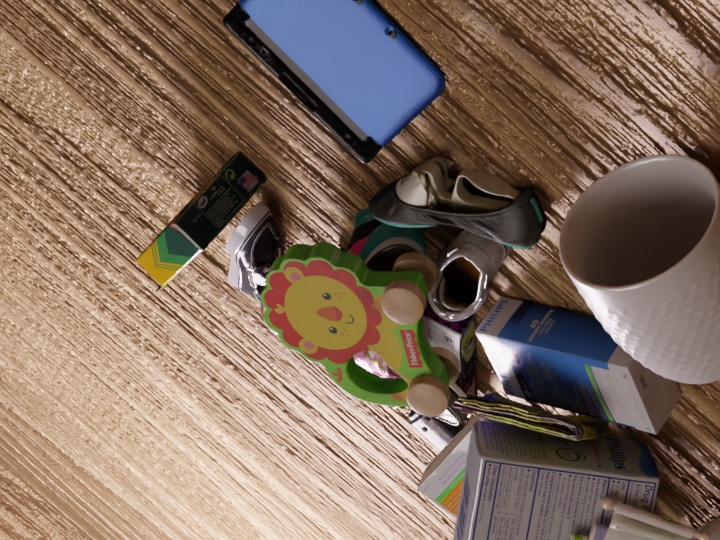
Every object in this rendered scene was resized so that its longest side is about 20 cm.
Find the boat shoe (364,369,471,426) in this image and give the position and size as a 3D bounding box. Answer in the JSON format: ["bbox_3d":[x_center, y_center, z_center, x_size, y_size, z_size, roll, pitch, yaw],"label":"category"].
[{"bbox_3d":[0.040,0.128,1.846,0.201,0.060,0.072,32,152,16],"label":"boat shoe"}]

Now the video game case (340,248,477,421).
[{"bbox_3d":[0.049,0.077,1.867,0.199,0.036,0.182,27,149,25],"label":"video game case"}]

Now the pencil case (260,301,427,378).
[{"bbox_3d":[-0.018,0.059,1.798,0.198,0.083,0.087,19,139,32],"label":"pencil case"}]

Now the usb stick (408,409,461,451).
[{"bbox_3d":[0.143,0.242,1.998,0.200,0.033,0.055,43,154,-4],"label":"usb stick"}]

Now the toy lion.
[{"bbox_3d":[-0.006,0.059,1.651,0.189,0.069,0.202,-2,126,21],"label":"toy lion"}]

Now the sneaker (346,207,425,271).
[{"bbox_3d":[0.000,0.000,1.716,0.083,0.121,0.200,40,123,-18],"label":"sneaker"}]

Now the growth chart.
[{"bbox_3d":[0.264,0.335,1.665,0.143,0.202,0.018,24,-165,-7],"label":"growth chart"}]

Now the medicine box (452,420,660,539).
[{"bbox_3d":[0.209,0.276,1.710,0.197,0.103,0.184,7,107,-2],"label":"medicine box"}]

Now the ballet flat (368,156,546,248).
[{"bbox_3d":[0.094,-0.076,1.562,0.198,0.068,0.069,10,132,28],"label":"ballet flat"}]

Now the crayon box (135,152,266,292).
[{"bbox_3d":[-0.198,-0.054,1.887,0.051,0.127,0.200,43,152,-6],"label":"crayon box"}]

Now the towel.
[{"bbox_3d":[0.187,0.154,1.679,0.142,0.023,0.200,12,180,19],"label":"towel"}]

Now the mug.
[{"bbox_3d":[0.295,0.005,1.354,0.198,0.149,0.176,-18,132,24],"label":"mug"}]

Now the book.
[{"bbox_3d":[0.183,0.260,1.803,0.199,0.048,0.134,38,124,-4],"label":"book"}]

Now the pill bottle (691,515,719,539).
[{"bbox_3d":[0.401,0.328,1.711,0.112,0.113,0.200,38,153,3],"label":"pill bottle"}]

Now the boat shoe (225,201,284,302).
[{"bbox_3d":[-0.120,-0.015,1.907,0.068,0.072,0.200,37,155,10],"label":"boat shoe"}]

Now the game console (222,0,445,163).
[{"bbox_3d":[-0.027,-0.216,1.548,0.200,0.118,0.171,45,-176,-8],"label":"game console"}]

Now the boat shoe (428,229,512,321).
[{"bbox_3d":[0.103,0.015,1.667,0.071,0.070,0.200,38,153,2],"label":"boat shoe"}]

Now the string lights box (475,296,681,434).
[{"bbox_3d":[0.226,0.098,1.648,0.199,0.059,0.103,13,143,42],"label":"string lights box"}]
